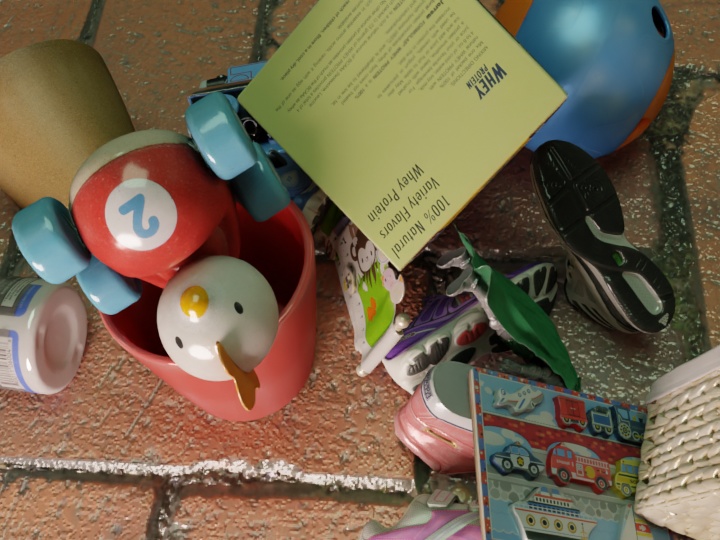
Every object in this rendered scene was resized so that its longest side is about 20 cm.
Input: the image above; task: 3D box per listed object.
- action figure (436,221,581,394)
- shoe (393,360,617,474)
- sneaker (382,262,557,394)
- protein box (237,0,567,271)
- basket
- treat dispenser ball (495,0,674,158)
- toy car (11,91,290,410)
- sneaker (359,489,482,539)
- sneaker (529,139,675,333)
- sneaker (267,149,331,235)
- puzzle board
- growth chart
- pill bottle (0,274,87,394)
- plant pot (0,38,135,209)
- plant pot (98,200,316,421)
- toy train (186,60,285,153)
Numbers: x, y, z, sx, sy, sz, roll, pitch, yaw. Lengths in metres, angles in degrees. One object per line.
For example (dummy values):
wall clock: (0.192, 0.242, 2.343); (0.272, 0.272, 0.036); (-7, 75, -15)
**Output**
action figure: (0.144, 0.056, 0.827); (0.054, 0.200, 0.119); (-35, 31, 18)
shoe: (0.130, 0.150, 0.834); (0.197, 0.091, 0.072); (22, 50, -12)
sneaker: (0.106, 0.039, 0.905); (0.198, 0.082, 0.084); (-26, 41, -14)
protein box: (0.042, -0.149, 0.801); (0.200, 0.135, 0.199); (45, 105, 3)
basket: (0.315, 0.143, 0.718); (0.133, 0.200, 0.125); (21, 68, -2)
treat dispenser ball: (0.228, -0.218, 0.971); (0.197, 0.202, 0.204); (-4, 57, 6)
toy car: (-0.124, 0.010, 0.701); (0.182, 0.177, 0.202); (-31, 70, 1)
sneaker: (0.083, 0.224, 0.784); (0.197, 0.082, 0.089); (-17, 58, -3)
sneaker: (0.207, -0.022, 0.886); (0.075, 0.115, 0.202); (-33, 91, -19)
sneaker: (-0.072, -0.093, 0.955); (0.088, 0.200, 0.079); (29, 97, -6)
puzzle board: (0.182, 0.169, 0.777); (0.197, 0.017, 0.153); (15, 54, -23)
growth chart: (0.000, 0.000, 0.913); (0.017, 0.146, 0.203); (-3, 55, -22)
pill bottle: (-0.394, 0.059, 0.947); (0.196, 0.114, 0.115); (6, 58, 12)
plant pot: (-0.314, -0.117, 1.024); (0.185, 0.187, 0.201); (-35, 73, -14)
plant pot: (-0.127, 0.041, 0.876); (0.196, 0.178, 0.204); (-4, 57, 6)
toy train: (-0.107, -0.198, 1.086); (0.196, 0.087, 0.116); (-9, 49, 3)
